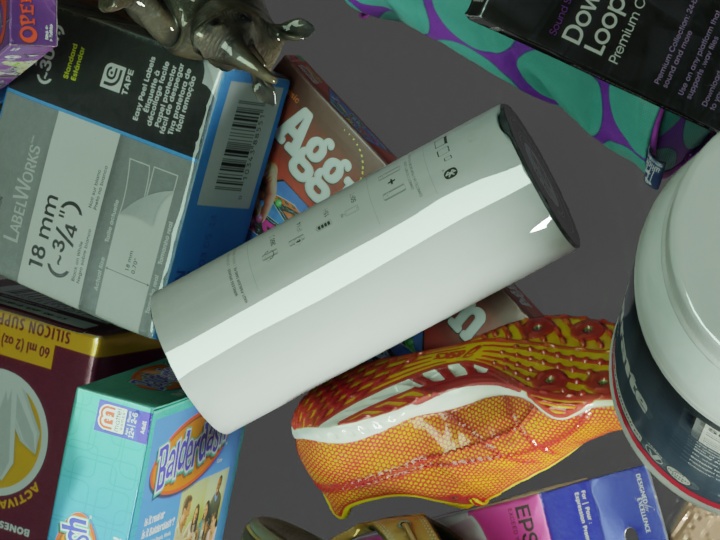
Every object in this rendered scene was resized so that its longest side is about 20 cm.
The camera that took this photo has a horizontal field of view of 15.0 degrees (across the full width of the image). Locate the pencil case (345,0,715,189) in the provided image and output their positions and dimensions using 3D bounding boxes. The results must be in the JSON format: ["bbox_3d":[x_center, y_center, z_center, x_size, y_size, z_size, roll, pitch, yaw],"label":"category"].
[{"bbox_3d":[0.086,-0.118,1.292,0.200,0.085,0.093,33,142,25],"label":"pencil case"}]

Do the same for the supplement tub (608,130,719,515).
[{"bbox_3d":[0.182,0.020,1.164,0.140,0.200,0.141,0,71,0],"label":"supplement tub"}]

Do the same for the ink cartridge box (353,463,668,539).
[{"bbox_3d":[0.061,0.165,1.355,0.199,0.037,0.095,-17,85,27],"label":"ink cartridge box"}]

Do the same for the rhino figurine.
[{"bbox_3d":[-0.084,-0.134,1.325,0.060,0.087,0.200,-58,39,10],"label":"rhino figurine"}]

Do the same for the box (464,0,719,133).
[{"bbox_3d":[0.164,-0.134,1.199,0.199,0.036,0.143,23,91,-8],"label":"box"}]

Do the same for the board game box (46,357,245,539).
[{"bbox_3d":[-0.114,0.149,1.380,0.045,0.152,0.201,15,98,16],"label":"board game box"}]

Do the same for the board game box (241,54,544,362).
[{"bbox_3d":[-0.001,-0.004,1.387,0.200,0.019,0.103,47,112,19],"label":"board game box"}]

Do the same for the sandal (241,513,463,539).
[{"bbox_3d":[0.039,0.147,1.307,0.199,0.080,0.054,16,86,26],"label":"sandal"}]

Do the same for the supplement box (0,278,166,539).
[{"bbox_3d":[-0.173,0.115,1.453,0.110,0.086,0.201,14,101,27],"label":"supplement box"}]

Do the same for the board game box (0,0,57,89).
[{"bbox_3d":[-0.189,-0.155,1.400,0.200,0.032,0.121,161,105,-69],"label":"board game box"}]

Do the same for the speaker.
[{"bbox_3d":[0.000,0.000,1.319,0.200,0.081,0.081,-29,79,10],"label":"speaker"}]

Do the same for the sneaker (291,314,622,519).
[{"bbox_3d":[0.067,0.073,1.321,0.199,0.073,0.077,-11,121,24],"label":"sneaker"}]

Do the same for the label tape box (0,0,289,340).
[{"bbox_3d":[-0.147,-0.061,1.425,0.200,0.063,0.145,21,100,32],"label":"label tape box"}]
